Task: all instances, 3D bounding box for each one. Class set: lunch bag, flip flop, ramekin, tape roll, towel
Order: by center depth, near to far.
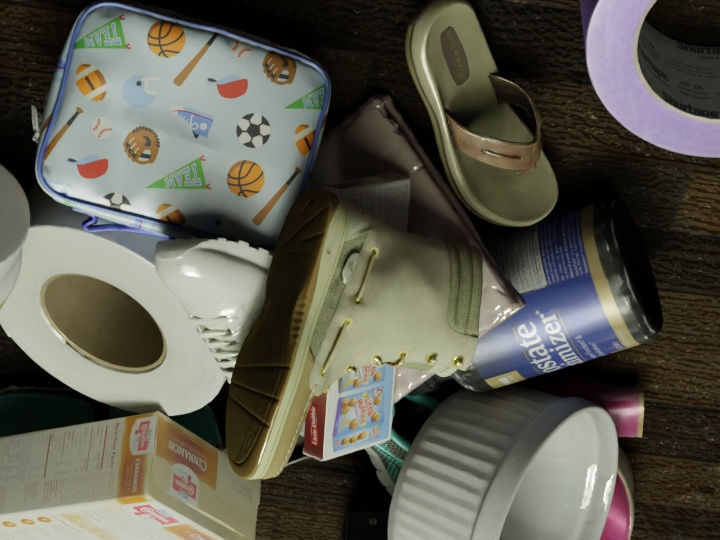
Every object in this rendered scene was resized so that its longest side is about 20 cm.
[{"bbox_3d":[0.248,-0.177,1.398,0.200,0.085,0.200,1,134,1],"label":"tape roll"},{"bbox_3d":[-0.128,-0.095,1.442,0.200,0.076,0.161,15,93,-10],"label":"lunch bag"},{"bbox_3d":[0.094,-0.108,1.466,0.058,0.081,0.200,14,141,43],"label":"flip flop"},{"bbox_3d":[0.000,0.000,1.538,0.200,0.032,0.191,-38,83,30],"label":"towel"},{"bbox_3d":[-0.178,0.016,1.552,0.202,0.071,0.203,17,142,14],"label":"tape roll"},{"bbox_3d":[0.107,0.181,1.621,0.105,0.200,0.200,20,141,30],"label":"ramekin"}]

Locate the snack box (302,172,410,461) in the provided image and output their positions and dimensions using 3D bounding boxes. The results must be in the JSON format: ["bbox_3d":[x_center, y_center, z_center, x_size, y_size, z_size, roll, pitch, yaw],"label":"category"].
[{"bbox_3d":[-0.003,0.033,1.486,0.024,0.072,0.200,19,112,40],"label":"snack box"}]

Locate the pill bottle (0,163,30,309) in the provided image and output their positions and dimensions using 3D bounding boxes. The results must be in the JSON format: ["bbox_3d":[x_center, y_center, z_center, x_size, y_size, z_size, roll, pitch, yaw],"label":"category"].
[{"bbox_3d":[-0.304,0.001,1.472,0.114,0.114,0.200,19,147,-16],"label":"pill bottle"}]

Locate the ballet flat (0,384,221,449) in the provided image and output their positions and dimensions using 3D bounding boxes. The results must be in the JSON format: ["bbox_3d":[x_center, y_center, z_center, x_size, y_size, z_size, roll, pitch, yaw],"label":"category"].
[{"bbox_3d":[-0.212,0.126,1.717,0.200,0.072,0.072,6,133,-2],"label":"ballet flat"}]

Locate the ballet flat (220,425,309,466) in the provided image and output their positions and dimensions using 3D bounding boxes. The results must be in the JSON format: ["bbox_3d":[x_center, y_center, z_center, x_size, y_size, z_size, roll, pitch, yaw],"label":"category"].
[{"bbox_3d":[-0.088,0.155,1.735,0.200,0.057,0.066,-24,129,21],"label":"ballet flat"}]

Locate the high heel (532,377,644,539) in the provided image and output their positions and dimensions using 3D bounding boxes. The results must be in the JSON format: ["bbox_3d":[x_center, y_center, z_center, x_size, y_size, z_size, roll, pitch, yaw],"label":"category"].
[{"bbox_3d":[0.182,0.171,1.738,0.096,0.067,0.200,1,133,2],"label":"high heel"}]

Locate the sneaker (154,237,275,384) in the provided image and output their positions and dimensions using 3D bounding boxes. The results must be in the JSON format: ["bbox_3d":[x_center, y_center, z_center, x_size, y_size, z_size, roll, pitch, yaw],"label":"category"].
[{"bbox_3d":[-0.079,0.037,1.456,0.076,0.081,0.200,4,160,35],"label":"sneaker"}]

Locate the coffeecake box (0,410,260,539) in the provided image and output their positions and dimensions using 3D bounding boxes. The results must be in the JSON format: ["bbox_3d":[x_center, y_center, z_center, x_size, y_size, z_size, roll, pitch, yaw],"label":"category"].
[{"bbox_3d":[-0.204,0.183,1.659,0.200,0.073,0.153,-10,151,27],"label":"coffeecake box"}]

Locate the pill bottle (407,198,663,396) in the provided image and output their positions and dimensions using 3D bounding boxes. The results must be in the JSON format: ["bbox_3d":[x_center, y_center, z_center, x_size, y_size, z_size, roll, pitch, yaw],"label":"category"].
[{"bbox_3d":[0.117,0.027,1.573,0.200,0.112,0.112,-19,130,18],"label":"pill bottle"}]

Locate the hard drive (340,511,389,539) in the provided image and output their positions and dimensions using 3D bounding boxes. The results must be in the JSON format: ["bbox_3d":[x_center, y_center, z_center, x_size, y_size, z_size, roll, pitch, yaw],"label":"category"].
[{"bbox_3d":[0.083,0.243,1.789,0.200,0.038,0.140,3,161,-3],"label":"hard drive"}]

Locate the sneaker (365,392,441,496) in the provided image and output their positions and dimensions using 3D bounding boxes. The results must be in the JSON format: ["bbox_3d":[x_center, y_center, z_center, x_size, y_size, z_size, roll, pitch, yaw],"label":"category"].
[{"bbox_3d":[0.049,0.142,1.685,0.200,0.078,0.091,43,164,-34],"label":"sneaker"}]

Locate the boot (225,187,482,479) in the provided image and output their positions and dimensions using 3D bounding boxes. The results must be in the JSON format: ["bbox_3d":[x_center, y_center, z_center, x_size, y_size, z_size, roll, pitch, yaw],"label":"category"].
[{"bbox_3d":[-0.001,0.059,1.426,0.154,0.072,0.200,18,89,-34],"label":"boot"}]
